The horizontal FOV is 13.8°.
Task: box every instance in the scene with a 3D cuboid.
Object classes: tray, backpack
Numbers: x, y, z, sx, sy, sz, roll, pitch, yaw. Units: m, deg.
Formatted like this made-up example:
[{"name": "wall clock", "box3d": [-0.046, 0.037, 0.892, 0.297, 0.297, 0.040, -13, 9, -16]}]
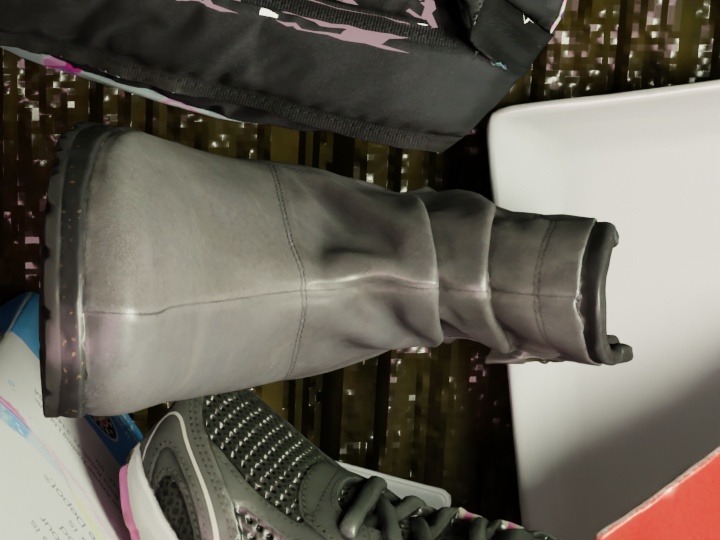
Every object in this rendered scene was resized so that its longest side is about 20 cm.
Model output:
[{"name": "tray", "box3d": [0.095, 0.035, 0.864, 0.107, 0.022, 0.200, -8, 116, -4]}, {"name": "backpack", "box3d": [-0.039, -0.116, 0.720, 0.200, 0.127, 0.167, 18, 126, -12]}]

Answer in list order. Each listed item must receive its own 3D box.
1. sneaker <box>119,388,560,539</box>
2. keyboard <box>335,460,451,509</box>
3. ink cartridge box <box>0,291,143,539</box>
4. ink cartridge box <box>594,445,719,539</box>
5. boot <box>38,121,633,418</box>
[{"name": "sneaker", "box3d": [0.031, 0.092, 0.786, 0.200, 0.080, 0.086, 42, 117, -9]}, {"name": "keyboard", "box3d": [-0.023, 0.154, 0.879, 0.056, 0.011, 0.200, 14, 99, 2]}, {"name": "ink cartridge box", "box3d": [-0.089, 0.107, 0.764, 0.085, 0.200, 0.145, -33, 101, 9]}, {"name": "ink cartridge box", "box3d": [0.172, 0.110, 0.852, 0.176, 0.045, 0.200, -36, 118, -25]}, {"name": "boot", "box3d": [0.000, 0.000, 0.735, 0.132, 0.200, 0.070, 5, 99, 10]}]
